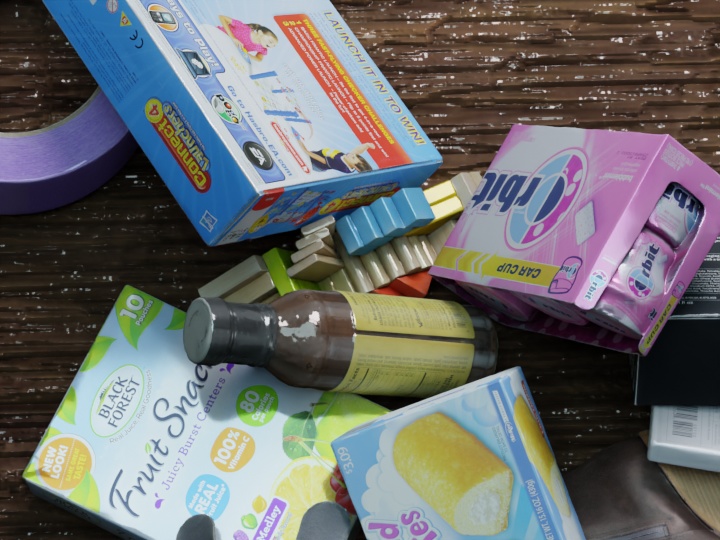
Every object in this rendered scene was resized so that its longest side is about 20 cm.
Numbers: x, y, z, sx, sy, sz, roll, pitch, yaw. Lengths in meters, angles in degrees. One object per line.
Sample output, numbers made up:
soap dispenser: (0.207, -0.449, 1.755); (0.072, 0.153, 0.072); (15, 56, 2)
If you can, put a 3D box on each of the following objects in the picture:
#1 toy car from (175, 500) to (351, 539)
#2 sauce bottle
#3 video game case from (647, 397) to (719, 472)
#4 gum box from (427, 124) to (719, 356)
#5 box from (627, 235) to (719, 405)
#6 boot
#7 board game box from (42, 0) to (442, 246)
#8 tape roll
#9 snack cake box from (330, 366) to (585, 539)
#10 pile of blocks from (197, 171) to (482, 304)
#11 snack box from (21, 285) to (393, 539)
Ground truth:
toy car: (-0.058, 0.238, 1.325); (0.164, 0.158, 0.201); (-7, 68, 9)
sauce bottle: (-0.012, 0.043, 1.387); (0.199, 0.065, 0.065); (8, 69, -30)
video game case: (0.282, 0.081, 1.399); (0.199, 0.018, 0.143); (9, 39, 4)
gum box: (0.134, -0.021, 1.362); (0.066, 0.200, 0.114); (34, 81, -23)
box: (0.265, 0.012, 1.398); (0.199, 0.079, 0.141); (0, 41, 2)
boot: (0.183, 0.202, 1.383); (0.166, 0.072, 0.201); (-21, 71, 3)
board game box: (-0.072, -0.120, 1.426); (0.056, 0.196, 0.200); (-45, 71, 32)
tape roll: (-0.231, -0.141, 1.480); (0.199, 0.066, 0.201); (3, 72, -9)
snack cake box: (0.074, 0.172, 1.342); (0.115, 0.067, 0.201); (-22, 90, 15)
pile of blocks: (0.000, 0.000, 1.437); (0.199, 0.082, 0.062); (-25, 76, -6)
snack box: (-0.090, 0.117, 1.415); (0.199, 0.053, 0.143); (25, 73, 8)
